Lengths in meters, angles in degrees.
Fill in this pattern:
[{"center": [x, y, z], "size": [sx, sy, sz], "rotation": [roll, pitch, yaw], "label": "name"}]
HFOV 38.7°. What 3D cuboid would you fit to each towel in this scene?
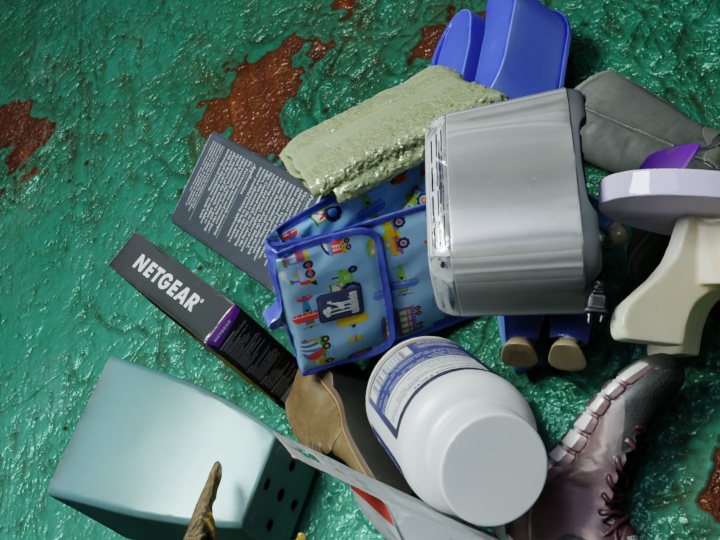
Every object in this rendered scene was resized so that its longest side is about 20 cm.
[{"center": [0.026, -0.128, 0.936], "size": [0.198, 0.037, 0.148], "rotation": [-26, 28, -10], "label": "towel"}]

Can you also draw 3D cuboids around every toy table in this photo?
[{"center": [0.270, 0.002, 0.767], "size": [0.197, 0.184, 0.119], "rotation": [6, 80, -4], "label": "toy table"}]

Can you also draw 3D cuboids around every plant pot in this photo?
[{"center": [-0.155, 0.188, 0.967], "size": [0.197, 0.142, 0.143], "rotation": [7, 64, 30], "label": "plant pot"}]

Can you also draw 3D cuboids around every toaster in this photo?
[{"center": [0.118, -0.042, 0.798], "size": [0.127, 0.114, 0.203], "rotation": [-5, 62, 10], "label": "toaster"}]

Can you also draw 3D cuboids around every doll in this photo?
[{"center": [0.158, -0.017, 0.871], "size": [0.134, 0.049, 0.202], "rotation": [1, 58, 20], "label": "doll"}]

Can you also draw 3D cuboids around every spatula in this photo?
[{"center": [0.288, -0.107, 0.852], "size": [0.199, 0.021, 0.056], "rotation": [-28, 12, -32], "label": "spatula"}]

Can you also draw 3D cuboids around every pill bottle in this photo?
[{"center": [0.075, 0.126, 0.811], "size": [0.111, 0.111, 0.200], "rotation": [-45, 14, -2], "label": "pill bottle"}]

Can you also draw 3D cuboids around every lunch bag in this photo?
[{"center": [0.000, 0.000, 0.934], "size": [0.198, 0.152, 0.094], "rotation": [-24, 43, -14], "label": "lunch bag"}]

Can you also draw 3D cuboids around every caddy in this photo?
[{"center": [0.146, -0.192, 1.052], "size": [0.141, 0.104, 0.202], "rotation": [-24, 44, 51], "label": "caddy"}]

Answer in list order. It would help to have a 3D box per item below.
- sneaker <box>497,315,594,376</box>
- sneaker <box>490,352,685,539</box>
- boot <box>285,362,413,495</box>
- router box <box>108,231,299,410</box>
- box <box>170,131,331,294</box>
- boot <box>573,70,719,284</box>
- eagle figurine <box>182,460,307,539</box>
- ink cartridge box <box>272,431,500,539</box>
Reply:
[{"center": [0.157, -0.001, 0.936], "size": [0.077, 0.070, 0.202], "rotation": [-18, 56, 16], "label": "sneaker"}, {"center": [0.201, 0.168, 0.787], "size": [0.200, 0.075, 0.116], "rotation": [-48, 50, 10], "label": "sneaker"}, {"center": [-0.013, 0.155, 0.951], "size": [0.076, 0.073, 0.200], "rotation": [-54, 39, 16], "label": "boot"}, {"center": [-0.154, 0.051, 1.053], "size": [0.051, 0.149, 0.199], "rotation": [-51, 45, -9], "label": "router box"}, {"center": [-0.071, -0.042, 1.047], "size": [0.199, 0.148, 0.108], "rotation": [31, 95, 43], "label": "box"}, {"center": [0.243, -0.093, 0.934], "size": [0.181, 0.073, 0.199], "rotation": [-40, 51, -15], "label": "boot"}, {"center": [-0.055, 0.255, 0.802], "size": [0.153, 0.198, 0.151], "rotation": [-63, 6, -21], "label": "eagle figurine"}, {"center": [0.023, 0.188, 0.758], "size": [0.162, 0.198, 0.058], "rotation": [166, 126, -79], "label": "ink cartridge box"}]
